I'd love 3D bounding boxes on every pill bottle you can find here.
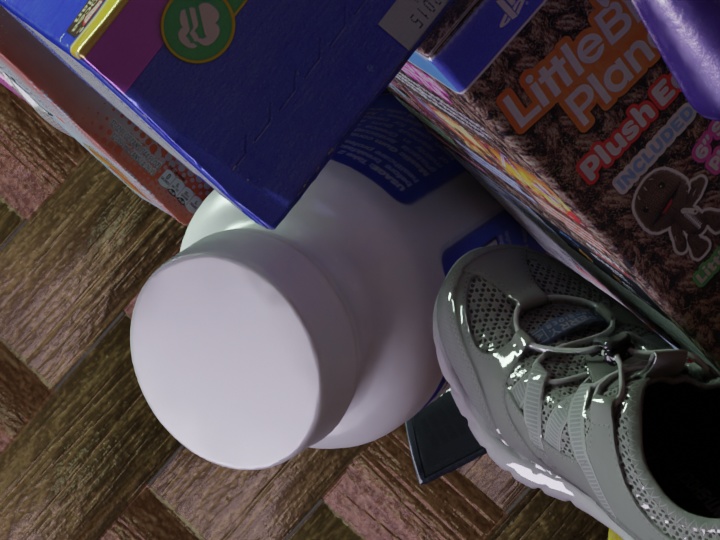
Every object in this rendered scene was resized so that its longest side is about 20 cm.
[{"bbox_3d":[0.000,0.000,1.064,0.112,0.112,0.200,42,-145,11],"label":"pill bottle"}]

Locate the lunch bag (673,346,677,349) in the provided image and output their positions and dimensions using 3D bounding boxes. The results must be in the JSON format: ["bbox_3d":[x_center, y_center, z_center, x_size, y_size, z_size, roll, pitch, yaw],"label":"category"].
[{"bbox_3d":[0.167,0.008,1.181,0.200,0.083,0.161,42,176,-41],"label":"lunch bag"}]

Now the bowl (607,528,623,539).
[{"bbox_3d":[0.203,0.102,1.310,0.200,0.199,0.108,41,156,47],"label":"bowl"}]

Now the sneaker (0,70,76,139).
[{"bbox_3d":[-0.127,-0.109,1.163,0.200,0.082,0.088,34,-179,-31],"label":"sneaker"}]

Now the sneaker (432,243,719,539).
[{"bbox_3d":[0.096,0.044,0.927,0.200,0.074,0.082,44,151,37],"label":"sneaker"}]

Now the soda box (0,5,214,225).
[{"bbox_3d":[-0.120,-0.108,1.065,0.200,0.068,0.064,44,174,-27],"label":"soda box"}]

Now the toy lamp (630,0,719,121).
[{"bbox_3d":[0.154,-0.031,0.832,0.200,0.058,0.058,44,178,-22],"label":"toy lamp"}]

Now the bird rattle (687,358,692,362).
[{"bbox_3d":[0.184,0.057,0.997,0.200,0.113,0.163,41,-167,5],"label":"bird rattle"}]

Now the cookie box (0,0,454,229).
[{"bbox_3d":[-0.019,-0.115,0.805,0.075,0.171,0.200,39,179,-18],"label":"cookie box"}]

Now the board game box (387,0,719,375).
[{"bbox_3d":[0.075,-0.071,0.945,0.200,0.097,0.159,44,178,-35],"label":"board game box"}]

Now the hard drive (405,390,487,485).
[{"bbox_3d":[0.085,0.016,1.341,0.042,0.134,0.200,54,-156,-15],"label":"hard drive"}]
